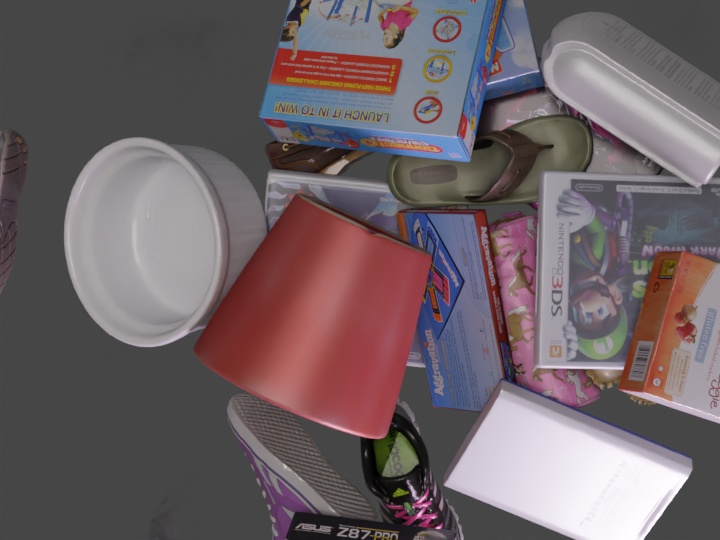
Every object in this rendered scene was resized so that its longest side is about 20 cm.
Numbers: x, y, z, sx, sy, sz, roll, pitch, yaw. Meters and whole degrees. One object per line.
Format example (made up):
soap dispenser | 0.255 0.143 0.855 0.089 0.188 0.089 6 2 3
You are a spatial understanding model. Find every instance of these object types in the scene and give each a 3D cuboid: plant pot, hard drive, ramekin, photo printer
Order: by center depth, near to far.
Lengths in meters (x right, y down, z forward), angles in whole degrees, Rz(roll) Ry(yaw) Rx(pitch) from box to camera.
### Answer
plant pot | -0.031 0.036 1.595 0.200 0.200 0.178 25 93 7
photo printer | 0.263 -0.169 1.602 0.200 0.166 0.070 34 115 6
hard drive | 0.197 0.192 1.631 0.199 0.025 0.132 23 123 -8
ramekin | -0.186 -0.030 1.673 0.200 0.098 0.202 3 96 34

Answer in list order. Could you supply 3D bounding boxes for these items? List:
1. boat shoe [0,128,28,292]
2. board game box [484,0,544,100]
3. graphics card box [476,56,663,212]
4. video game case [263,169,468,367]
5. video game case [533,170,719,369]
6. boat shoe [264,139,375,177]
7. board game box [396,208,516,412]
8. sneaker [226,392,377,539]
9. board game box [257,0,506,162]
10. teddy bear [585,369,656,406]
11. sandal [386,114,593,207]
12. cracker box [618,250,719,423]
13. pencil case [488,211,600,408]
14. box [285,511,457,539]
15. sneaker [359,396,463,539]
boat shoe | -0.395 -0.048 1.751 0.071 0.076 0.201 9 83 12
board game box | 0.085 -0.253 1.656 0.150 0.037 0.201 -14 67 8
graphics card box | 0.191 -0.121 1.669 0.200 0.051 0.126 36 95 6
video game case | 0.000 0.000 1.683 0.199 0.023 0.183 6 104 2
video game case | 0.262 0.002 1.593 0.199 0.023 0.183 2 90 -9
boat shoe | -0.001 -0.145 1.687 0.199 0.070 0.071 -30 92 8
board game box | 0.094 0.039 1.637 0.103 0.019 0.201 3 109 44
sneaker | -0.082 0.222 1.705 0.201 0.072 0.115 48 125 23
board game box | 0.025 -0.211 1.604 0.199 0.056 0.197 8 72 20
teddy bear | 0.281 0.030 1.641 0.144 0.067 0.201 6 88 -11
sandal | 0.125 -0.098 1.621 0.200 0.057 0.080 -12 89 -1
cracker box | 0.350 0.075 1.565 0.199 0.058 0.135 18 84 -17
pencil case | 0.166 0.042 1.651 0.082 0.087 0.201 -19 91 -7
box | 0.009 0.331 1.655 0.160 0.049 0.201 6 123 10
sneaker | 0.045 0.220 1.675 0.073 0.087 0.201 -19 88 8
